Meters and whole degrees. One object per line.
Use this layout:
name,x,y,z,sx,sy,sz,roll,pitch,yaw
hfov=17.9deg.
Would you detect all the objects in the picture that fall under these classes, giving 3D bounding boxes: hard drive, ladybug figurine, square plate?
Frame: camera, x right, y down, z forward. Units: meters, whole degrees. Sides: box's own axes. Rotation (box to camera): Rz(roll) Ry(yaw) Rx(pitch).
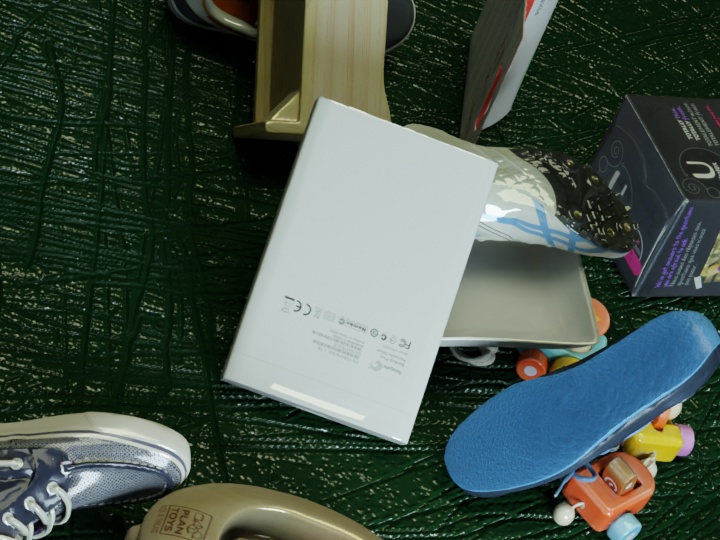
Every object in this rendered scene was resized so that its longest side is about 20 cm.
hard drive,0.000,0.000,1.528,0.131,0.027,0.201,20,80,-7
ladybug figurine,-0.049,0.198,1.350,0.199,0.072,0.136,25,40,-4
square plate,0.058,-0.009,1.626,0.199,0.029,0.199,0,43,-7

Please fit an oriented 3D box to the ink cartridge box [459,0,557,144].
ink cartridge box,0.123,-0.174,1.765,0.050,0.161,0.201,15,42,-8

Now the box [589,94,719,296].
box,0.289,-0.056,1.776,0.199,0.106,0.123,1,45,-27

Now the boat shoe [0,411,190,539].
boat shoe,-0.198,0.139,1.327,0.199,0.075,0.093,0,51,-6

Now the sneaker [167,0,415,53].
sneaker,-0.045,-0.203,1.751,0.199,0.079,0.079,4,89,-18

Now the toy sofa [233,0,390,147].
toy sofa,-0.033,-0.189,1.671,0.097,0.083,0.201,2,90,-21

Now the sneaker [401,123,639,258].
sneaker,0.100,-0.048,1.611,0.199,0.073,0.072,16,50,-11

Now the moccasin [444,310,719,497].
moccasin,0.154,0.100,1.510,0.068,0.199,0.081,37,31,-64

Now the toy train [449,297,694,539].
toy train,0.159,0.090,1.591,0.150,0.056,0.200,-15,56,-39
